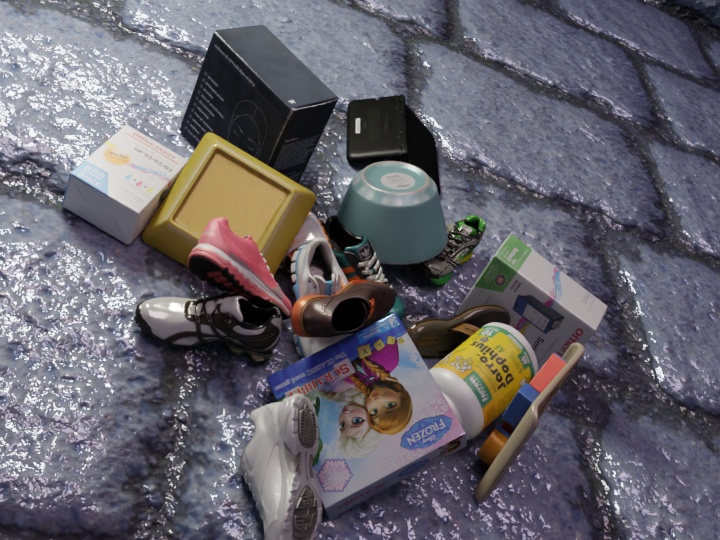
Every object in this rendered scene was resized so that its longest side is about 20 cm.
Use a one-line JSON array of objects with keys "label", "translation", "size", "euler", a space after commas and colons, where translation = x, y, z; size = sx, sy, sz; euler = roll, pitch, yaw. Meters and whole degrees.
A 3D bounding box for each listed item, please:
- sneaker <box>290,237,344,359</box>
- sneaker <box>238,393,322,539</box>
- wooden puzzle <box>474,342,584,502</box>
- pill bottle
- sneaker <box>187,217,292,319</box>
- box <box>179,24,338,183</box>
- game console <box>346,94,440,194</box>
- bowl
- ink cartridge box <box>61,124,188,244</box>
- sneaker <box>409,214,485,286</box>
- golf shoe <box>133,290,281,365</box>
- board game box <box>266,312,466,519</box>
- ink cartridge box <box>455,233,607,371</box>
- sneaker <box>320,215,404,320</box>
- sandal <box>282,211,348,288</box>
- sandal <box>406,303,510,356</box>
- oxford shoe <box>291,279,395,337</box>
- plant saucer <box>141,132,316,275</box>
[{"label": "sneaker", "translation": [-0.056, 0.049, 1.223], "size": [0.073, 0.087, 0.204], "euler": [-6, 75, -20]}, {"label": "sneaker", "translation": [-0.101, 0.254, 1.035], "size": [0.078, 0.098, 0.204], "euler": [38, 46, -51]}, {"label": "wooden puzzle", "translation": [0.226, 0.202, 1.206], "size": [0.046, 0.187, 0.200], "euler": [34, 38, 13]}, {"label": "pill bottle", "translation": [0.154, 0.169, 1.238], "size": [0.199, 0.114, 0.113], "euler": [-33, 69, -33]}, {"label": "sneaker", "translation": [-0.149, 0.000, 1.192], "size": [0.200, 0.073, 0.088], "euler": [45, 50, -45]}, {"label": "box", "translation": [-0.170, -0.256, 1.421], "size": [0.200, 0.198, 0.123], "euler": [46, 41, 17]}, {"label": "game console", "translation": [0.063, -0.241, 1.700], "size": [0.172, 0.118, 0.202], "euler": [-5, 42, 4]}, {"label": "bowl", "translation": [0.052, -0.108, 1.434], "size": [0.196, 0.107, 0.202], "euler": [3, 33, -2]}, {"label": "ink cartridge box", "translation": [-0.337, -0.141, 1.292], "size": [0.114, 0.068, 0.201], "euler": [30, 39, -2]}, {"label": "sneaker", "translation": [0.151, -0.043, 1.495], "size": [0.078, 0.086, 0.200], "euler": [38, 40, 10]}, {"label": "golf shoe", "translation": [-0.198, 0.058, 1.155], "size": [0.196, 0.095, 0.079], "euler": [13, 43, -19]}, {"label": "board game box", "translation": [0.005, 0.180, 1.115], "size": [0.197, 0.041, 0.201], "euler": [-26, 57, -8]}, {"label": "ink cartridge box", "translation": [0.278, 0.065, 1.415], "size": [0.199, 0.146, 0.088], "euler": [37, 39, 7]}, {"label": "sneaker", "translation": [0.000, 0.000, 1.351], "size": [0.200, 0.080, 0.071], "euler": [44, 42, 9]}, {"label": "sandal", "translation": [-0.079, -0.021, 1.316], "size": [0.208, 0.079, 0.059], "euler": [56, 17, 25]}, {"label": "sandal", "translation": [0.154, 0.104, 1.340], "size": [0.197, 0.083, 0.055], "euler": [-5, 35, -32]}, {"label": "oxford shoe", "translation": [-0.004, 0.057, 1.178], "size": [0.072, 0.073, 0.198], "euler": [3, 12, 38]}, {"label": "plant saucer", "translation": [-0.188, -0.086, 1.271], "size": [0.198, 0.048, 0.202], "euler": [29, 71, -3]}]
